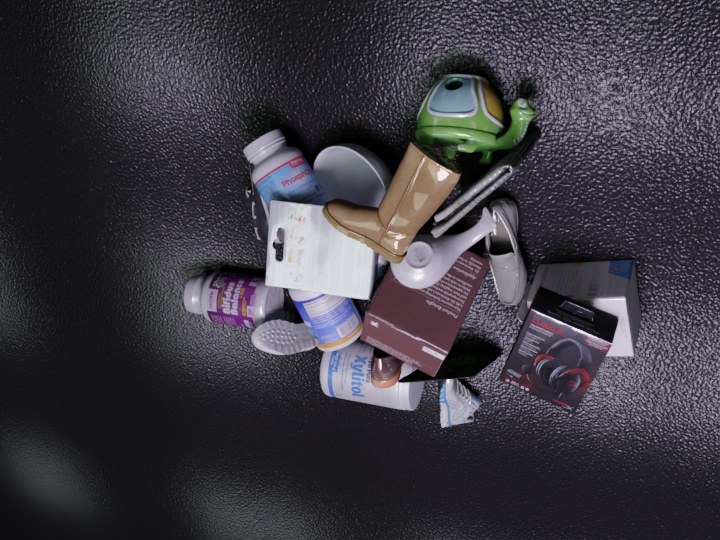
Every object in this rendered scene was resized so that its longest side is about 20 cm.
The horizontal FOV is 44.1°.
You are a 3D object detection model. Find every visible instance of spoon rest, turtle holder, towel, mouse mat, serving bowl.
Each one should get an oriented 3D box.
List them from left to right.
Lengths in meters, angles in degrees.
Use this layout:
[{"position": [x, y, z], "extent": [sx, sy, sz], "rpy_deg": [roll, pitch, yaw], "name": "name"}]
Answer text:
[{"position": [0.002, -0.150, 1.663], "extent": [0.199, 0.066, 0.201], "rpy_deg": [29, 136, 31], "name": "serving bowl"}, {"position": [0.147, -0.040, 1.575], "extent": [0.199, 0.061, 0.100], "rpy_deg": [-28, 71, 1], "name": "spoon rest"}, {"position": [0.180, 0.190, 1.753], "extent": [0.160, 0.200, 0.008], "rpy_deg": [-9, 94, 28], "name": "mouse mat"}, {"position": [0.181, -0.255, 1.479], "extent": [0.185, 0.140, 0.133], "rpy_deg": [6, 88, 50], "name": "turtle holder"}, {"position": [0.209, -0.151, 1.509], "extent": [0.035, 0.193, 0.200], "rpy_deg": [46, 126, -3], "name": "towel"}]

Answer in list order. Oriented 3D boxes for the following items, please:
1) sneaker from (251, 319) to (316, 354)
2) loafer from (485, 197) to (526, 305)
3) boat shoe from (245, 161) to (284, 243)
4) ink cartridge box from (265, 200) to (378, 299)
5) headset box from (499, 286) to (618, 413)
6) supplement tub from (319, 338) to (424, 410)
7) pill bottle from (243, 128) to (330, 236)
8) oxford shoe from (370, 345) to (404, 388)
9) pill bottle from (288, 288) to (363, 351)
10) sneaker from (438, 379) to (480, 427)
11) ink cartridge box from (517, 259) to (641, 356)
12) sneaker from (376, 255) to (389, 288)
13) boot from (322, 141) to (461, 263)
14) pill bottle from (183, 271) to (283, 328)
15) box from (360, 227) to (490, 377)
[{"position": [-0.163, 0.149, 1.883], "extent": [0.080, 0.199, 0.077], "rpy_deg": [-22, 73, 37], "name": "sneaker"}, {"position": [0.258, -0.029, 1.617], "extent": [0.070, 0.070, 0.202], "rpy_deg": [-1, 106, 37], "name": "loafer"}, {"position": [-0.199, -0.142, 1.774], "extent": [0.060, 0.074, 0.201], "rpy_deg": [1, 130, 18], "name": "boat shoe"}, {"position": [-0.066, -0.042, 1.611], "extent": [0.198, 0.057, 0.164], "rpy_deg": [8, 101, 15], "name": "ink cartridge box"}, {"position": [0.346, 0.132, 1.547], "extent": [0.148, 0.075, 0.201], "rpy_deg": [24, 130, 9], "name": "headset box"}, {"position": [0.026, 0.215, 1.873], "extent": [0.198, 0.132, 0.133], "rpy_deg": [7, 124, 20], "name": "supplement tub"}, {"position": [-0.134, -0.158, 1.666], "extent": [0.108, 0.109, 0.201], "rpy_deg": [-29, 93, 36], "name": "pill bottle"}, {"position": [0.064, 0.147, 1.767], "extent": [0.071, 0.200, 0.073], "rpy_deg": [0, 120, 12], "name": "oxford shoe"}, {"position": [-0.080, 0.056, 1.824], "extent": [0.111, 0.112, 0.201], "rpy_deg": [-13, 115, 30], "name": "pill bottle"}, {"position": [0.205, 0.260, 1.856], "extent": [0.086, 0.075, 0.201], "rpy_deg": [-1, 144, 10], "name": "sneaker"}, {"position": [0.395, 0.069, 1.614], "extent": [0.199, 0.129, 0.126], "rpy_deg": [-3, 121, 27], "name": "ink cartridge box"}, {"position": [0.000, 0.000, 1.714], "extent": [0.077, 0.087, 0.200], "rpy_deg": [14, 174, -12], "name": "sneaker"}, {"position": [0.050, -0.132, 1.486], "extent": [0.174, 0.066, 0.201], "rpy_deg": [30, 122, 0], "name": "boot"}, {"position": [-0.274, 0.062, 1.914], "extent": [0.198, 0.112, 0.113], "rpy_deg": [6, 124, 19], "name": "pill bottle"}, {"position": [0.117, 0.056, 1.648], "extent": [0.165, 0.201, 0.164], "rpy_deg": [27, 160, 6], "name": "box"}]
